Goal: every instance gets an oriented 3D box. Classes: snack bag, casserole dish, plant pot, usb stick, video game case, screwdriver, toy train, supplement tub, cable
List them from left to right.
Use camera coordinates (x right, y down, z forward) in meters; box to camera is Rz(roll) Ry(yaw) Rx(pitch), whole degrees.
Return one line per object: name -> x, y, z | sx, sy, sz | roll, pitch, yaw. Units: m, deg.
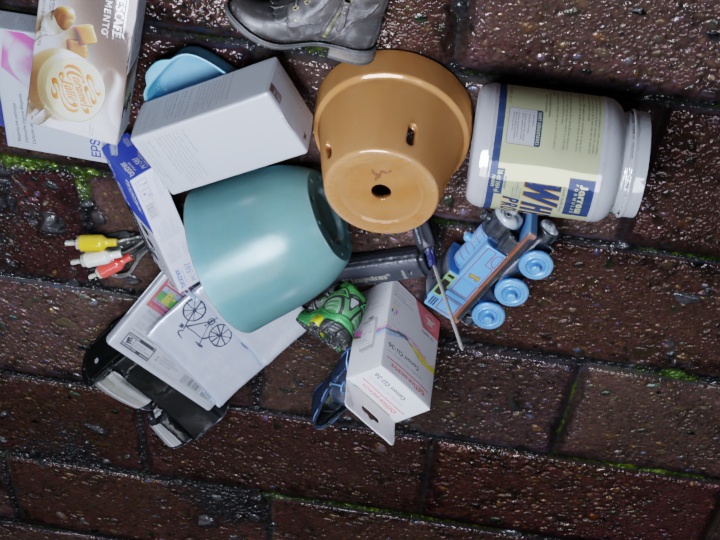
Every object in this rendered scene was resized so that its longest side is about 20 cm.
cable -> -0.313, -0.030, 1.742 | 0.197, 0.051, 0.098 | -11, 131, 23
video game case -> -0.236, 0.085, 1.799 | 0.199, 0.023, 0.183 | 38, 96, -30
casserole dish -> -0.173, -0.204, 1.532 | 0.199, 0.039, 0.121 | 34, 134, -23
snack bag -> -0.187, 0.083, 1.785 | 0.199, 0.021, 0.189 | -40, 126, -1
plant pot -> -0.107, -0.043, 1.588 | 0.159, 0.202, 0.201 | -22, 130, 18
usb stick -> 0.000, 0.000, 1.725 | 0.197, 0.033, 0.056 | -8, 139, 19
plant pot -> 0.032, -0.140, 1.484 | 0.197, 0.141, 0.201 | 6, 139, 5
screwdriver -> 0.097, 0.010, 1.612 | 0.029, 0.203, 0.028 | -18, 165, 17
toy train -> 0.173, -0.007, 1.633 | 0.113, 0.087, 0.200 | 29, 127, -14
supplement tub -> 0.228, -0.135, 1.444 | 0.197, 0.146, 0.146 | 8, 139, 3

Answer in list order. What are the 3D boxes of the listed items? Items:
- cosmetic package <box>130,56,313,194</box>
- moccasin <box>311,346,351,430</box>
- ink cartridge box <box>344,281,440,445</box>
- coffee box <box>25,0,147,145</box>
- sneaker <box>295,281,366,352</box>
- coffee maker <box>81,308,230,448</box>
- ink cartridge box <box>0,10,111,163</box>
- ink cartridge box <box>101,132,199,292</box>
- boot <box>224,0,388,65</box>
cosmetic package -> -0.165, -0.171, 1.486 | 0.198, 0.075, 0.102 | -14, 133, 22
moccasin -> -0.014, 0.184, 1.904 | 0.080, 0.069, 0.201 | 21, 137, -12
ink cartridge box -> 0.046, 0.127, 1.729 | 0.067, 0.202, 0.116 | -24, 129, 33
coffee box -> -0.311, -0.261, 1.422 | 0.113, 0.080, 0.202 | 14, 120, -5
sneaker -> -0.031, 0.062, 1.730 | 0.078, 0.086, 0.200 | 38, 170, -11
coffee maker -> -0.291, 0.157, 1.882 | 0.191, 0.136, 0.200 | -25, 128, 32
ink cartridge box -> -0.404, -0.230, 1.550 | 0.197, 0.044, 0.198 | 8, 139, 1
ink cartridge box -> -0.269, -0.073, 1.618 | 0.044, 0.094, 0.201 | -31, 135, -16
boot -> -0.039, -0.323, 1.361 | 0.197, 0.070, 0.175 | 11, 136, -12
